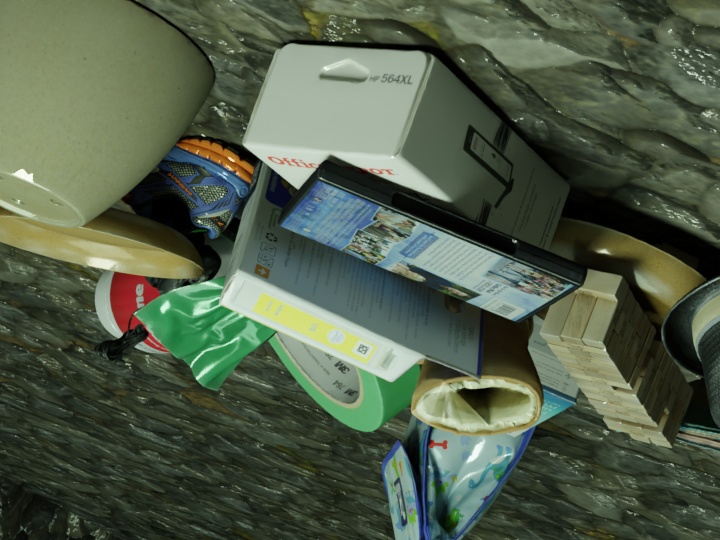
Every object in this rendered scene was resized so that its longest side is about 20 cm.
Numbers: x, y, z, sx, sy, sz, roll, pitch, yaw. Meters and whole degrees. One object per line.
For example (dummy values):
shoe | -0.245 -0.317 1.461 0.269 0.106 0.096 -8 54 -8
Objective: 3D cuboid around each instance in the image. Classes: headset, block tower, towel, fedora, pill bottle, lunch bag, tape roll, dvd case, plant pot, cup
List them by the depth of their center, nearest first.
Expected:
dvd case | 0.048 -0.018 1.465 0.200 0.018 0.143 22 163 -8
fedora | 0.317 0.069 1.482 0.200 0.092 0.201 3 148 2
cup | -0.229 -0.118 1.561 0.200 0.143 0.200 20 164 6
block tower | 0.195 0.068 1.572 0.054 0.058 0.200 11 156 31
plant pot | 0.189 0.020 1.599 0.200 0.028 0.200 21 160 8
towel | 0.312 0.122 1.719 0.146 0.022 0.200 12 -168 31
plant pot | -0.225 -0.030 1.729 0.200 0.028 0.200 11 170 2
headset | -0.153 0.030 1.828 0.200 0.094 0.124 -28 89 44
tape roll | -0.028 0.049 1.840 0.200 0.048 0.201 43 155 26
pill bottle | -0.176 0.024 1.998 0.112 0.112 0.200 30 161 -28
lunch bag | 0.090 0.199 2.079 0.127 0.200 0.170 21 164 -1

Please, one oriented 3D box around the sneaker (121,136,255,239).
sneaker | -0.179 -0.073 1.756 0.200 0.079 0.075 7 158 39

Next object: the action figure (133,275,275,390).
action figure | -0.075 0.011 1.720 0.200 0.055 0.118 -32 134 14

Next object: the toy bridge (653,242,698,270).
toy bridge | 0.201 0.009 1.648 0.067 0.027 0.200 24 162 -8

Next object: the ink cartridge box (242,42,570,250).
ink cartridge box | 0.034 -0.076 1.480 0.146 0.084 0.200 7 160 40

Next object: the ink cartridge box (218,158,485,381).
ink cartridge box | 0.000 0.000 1.598 0.200 0.198 0.047 27 121 -11

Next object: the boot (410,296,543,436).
boot | 0.057 0.070 1.637 0.175 0.066 0.200 -7 -162 8

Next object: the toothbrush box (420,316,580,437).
toothbrush box | 0.112 0.071 1.853 0.146 0.085 0.200 23 165 -7
